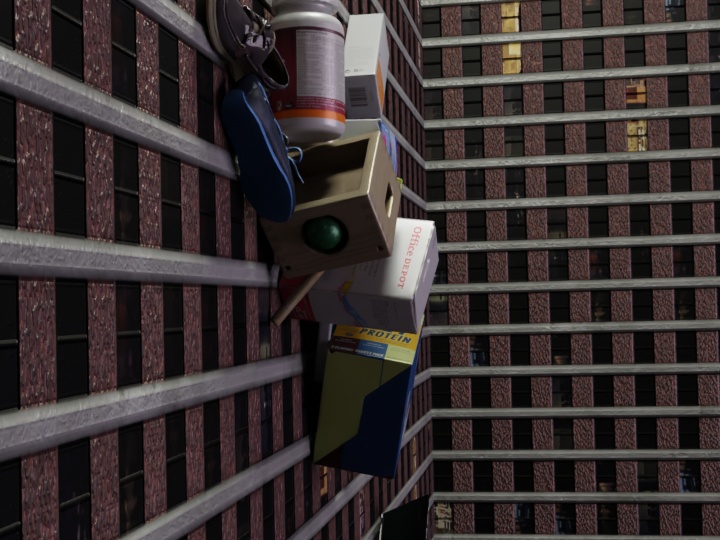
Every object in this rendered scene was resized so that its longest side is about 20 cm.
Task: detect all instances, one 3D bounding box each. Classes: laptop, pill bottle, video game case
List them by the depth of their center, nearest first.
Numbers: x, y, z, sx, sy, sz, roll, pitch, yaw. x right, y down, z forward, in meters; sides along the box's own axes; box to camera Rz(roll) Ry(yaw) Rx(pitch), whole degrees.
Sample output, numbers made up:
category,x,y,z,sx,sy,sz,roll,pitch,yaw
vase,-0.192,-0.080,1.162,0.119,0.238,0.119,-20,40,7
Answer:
category,x,y,z,sx,sy,sz,roll,pitch,yaw
pill bottle,-0.075,-0.280,1.568,0.110,0.107,0.204,26,62,-79
video game case,-0.047,0.041,1.824,0.184,0.022,0.202,-82,180,-46
laptop,0.092,0.601,2.427,0.202,0.114,0.189,79,14,-45

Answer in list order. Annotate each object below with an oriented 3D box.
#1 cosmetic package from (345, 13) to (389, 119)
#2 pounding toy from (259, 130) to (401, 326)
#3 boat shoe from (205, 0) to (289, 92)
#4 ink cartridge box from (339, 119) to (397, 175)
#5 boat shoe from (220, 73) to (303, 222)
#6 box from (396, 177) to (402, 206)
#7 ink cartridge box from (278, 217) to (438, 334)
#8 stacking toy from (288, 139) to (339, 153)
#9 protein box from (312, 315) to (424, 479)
category,x,y,z,sx,sy,sz,roll,pitch,yaw
cosmetic package,0.010,-0.391,2.223,0.102,0.070,0.202,79,13,-45
pounding toy,-0.046,-0.057,1.570,0.202,0.181,0.144,-80,153,-52
boat shoe,-0.130,-0.270,1.361,0.201,0.064,0.073,67,24,-64
ink cartridge box,-0.015,-0.184,1.838,0.200,0.134,0.078,10,81,-80
boat shoe,-0.109,-0.146,1.410,0.202,0.083,0.069,82,23,-46
box,-0.012,-0.119,1.768,0.200,0.120,0.049,168,-69,-82
ink cartridge box,0.000,0.000,1.651,0.086,0.196,0.149,80,23,-50
stacking toy,-0.075,-0.263,1.673,0.085,0.084,0.204,47,39,-76
protein box,0.015,0.185,1.853,0.200,0.132,0.202,-67,166,-69
